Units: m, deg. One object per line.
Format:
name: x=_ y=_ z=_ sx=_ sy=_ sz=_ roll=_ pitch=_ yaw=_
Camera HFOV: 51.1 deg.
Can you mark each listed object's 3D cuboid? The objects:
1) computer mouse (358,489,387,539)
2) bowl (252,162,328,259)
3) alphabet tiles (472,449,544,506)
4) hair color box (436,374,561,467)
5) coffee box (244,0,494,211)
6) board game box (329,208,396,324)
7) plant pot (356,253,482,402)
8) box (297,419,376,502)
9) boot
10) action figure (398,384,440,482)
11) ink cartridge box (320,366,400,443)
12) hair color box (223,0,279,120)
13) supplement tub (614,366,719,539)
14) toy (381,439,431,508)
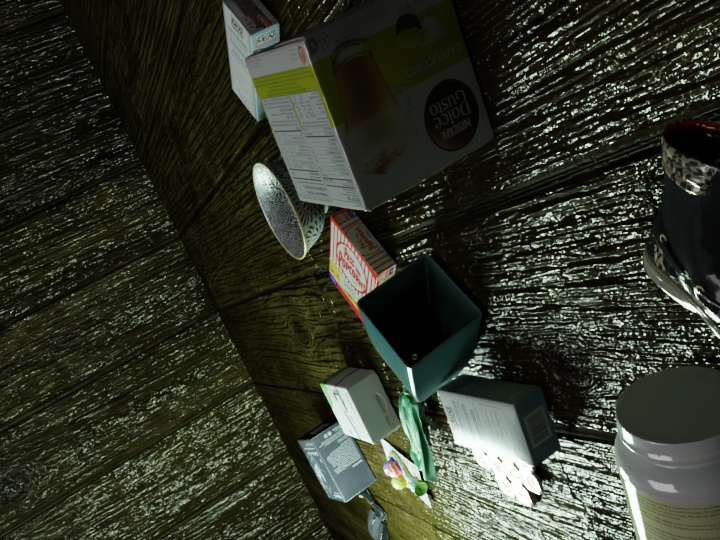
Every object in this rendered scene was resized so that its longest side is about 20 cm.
computer mouse: x=0.029 y=0.744 z=2.282 sx=0.140 sy=0.045 sz=0.203 roll=46 pitch=154 yaw=35
bowl: x=-0.124 y=-0.135 z=1.475 sx=0.201 sy=0.093 sz=0.203 roll=49 pitch=156 yaw=30
alphabet tiles: x=0.234 y=0.299 z=1.273 sx=0.204 sy=0.014 sz=0.195 roll=66 pitch=160 yaw=-10
hair color box: x=0.206 y=0.224 z=1.150 sx=0.199 sy=0.060 sz=0.101 roll=-4 pitch=108 yaw=62
coffee box: x=0.008 y=-0.208 z=0.914 sx=0.199 sy=0.197 sz=0.201 roll=16 pitch=132 yaw=61
board game box: x=0.000 y=0.000 z=1.414 sx=0.152 sy=0.046 sz=0.202 roll=52 pitch=157 yaw=26
plant pot: x=0.096 y=0.112 z=1.201 sx=0.142 sy=0.140 sz=0.202 roll=49 pitch=163 yaw=30
box: x=-0.072 y=0.546 z=2.181 sx=0.203 sy=0.116 sz=0.197 roll=60 pitch=160 yaw=2
boot: x=0.309 y=-0.017 z=0.596 sx=0.204 sy=0.073 sz=0.156 roll=46 pitch=159 yaw=45
action figure: x=0.116 y=0.310 z=1.515 sx=0.118 sy=0.054 sz=0.205 roll=24 pitch=130 yaw=61
ink cartridge box: x=-0.004 y=0.311 z=1.761 sx=0.149 sy=0.083 sz=0.199 roll=63 pitch=160 yaw=-5
hair color box: x=-0.191 y=-0.382 z=1.354 sx=0.100 sy=0.060 sz=0.202 roll=52 pitch=158 yaw=25
supplement tub: x=0.333 y=0.214 z=0.741 sx=0.144 sy=0.143 sz=0.204 roll=19 pitch=133 yaw=61
toy: x=0.093 y=0.489 z=1.804 sx=0.199 sy=0.047 sz=0.117 roll=14 pitch=128 yaw=63
